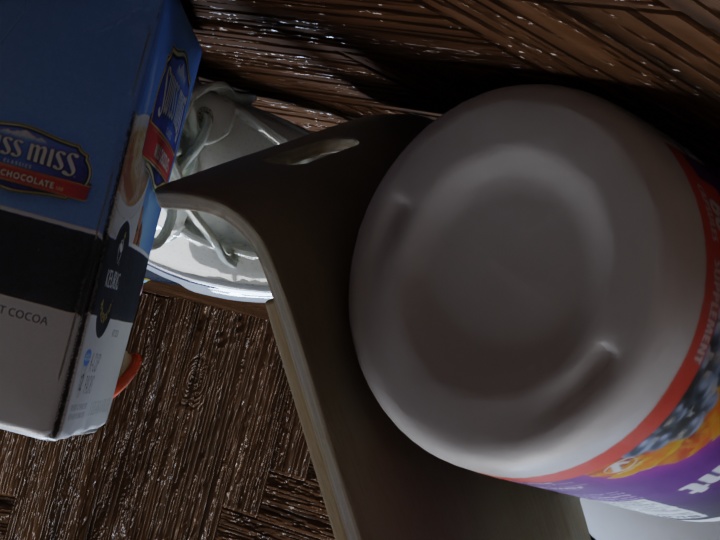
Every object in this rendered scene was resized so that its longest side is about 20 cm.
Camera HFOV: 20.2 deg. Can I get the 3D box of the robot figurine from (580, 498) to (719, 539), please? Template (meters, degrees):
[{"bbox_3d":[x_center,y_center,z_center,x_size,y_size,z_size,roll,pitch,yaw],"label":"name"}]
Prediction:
[{"bbox_3d":[0.147,0.077,0.832,0.200,0.150,0.125,44,175,8],"label":"robot figurine"}]

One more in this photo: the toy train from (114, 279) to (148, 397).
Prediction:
[{"bbox_3d":[-0.120,0.017,1.072,0.056,0.200,0.150,43,150,-2],"label":"toy train"}]

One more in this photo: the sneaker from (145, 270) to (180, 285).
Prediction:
[{"bbox_3d":[-0.108,-0.035,0.913,0.198,0.079,0.079,3,-179,4],"label":"sneaker"}]

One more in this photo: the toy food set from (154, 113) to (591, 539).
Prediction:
[{"bbox_3d":[0.005,0.055,0.650,0.060,0.202,0.143,-15,-176,31],"label":"toy food set"}]

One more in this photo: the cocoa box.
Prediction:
[{"bbox_3d":[-0.158,-0.040,0.593,0.198,0.133,0.133,15,177,0],"label":"cocoa box"}]

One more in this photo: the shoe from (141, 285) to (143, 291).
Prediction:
[{"bbox_3d":[-0.175,-0.021,0.810,0.198,0.092,0.071,-7,166,19],"label":"shoe"}]

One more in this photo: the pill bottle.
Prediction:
[{"bbox_3d":[0.093,0.020,0.640,0.111,0.113,0.199,12,176,35],"label":"pill bottle"}]

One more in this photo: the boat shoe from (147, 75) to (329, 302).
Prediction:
[{"bbox_3d":[-0.079,-0.047,0.723,0.200,0.075,0.086,25,171,-6],"label":"boat shoe"}]
